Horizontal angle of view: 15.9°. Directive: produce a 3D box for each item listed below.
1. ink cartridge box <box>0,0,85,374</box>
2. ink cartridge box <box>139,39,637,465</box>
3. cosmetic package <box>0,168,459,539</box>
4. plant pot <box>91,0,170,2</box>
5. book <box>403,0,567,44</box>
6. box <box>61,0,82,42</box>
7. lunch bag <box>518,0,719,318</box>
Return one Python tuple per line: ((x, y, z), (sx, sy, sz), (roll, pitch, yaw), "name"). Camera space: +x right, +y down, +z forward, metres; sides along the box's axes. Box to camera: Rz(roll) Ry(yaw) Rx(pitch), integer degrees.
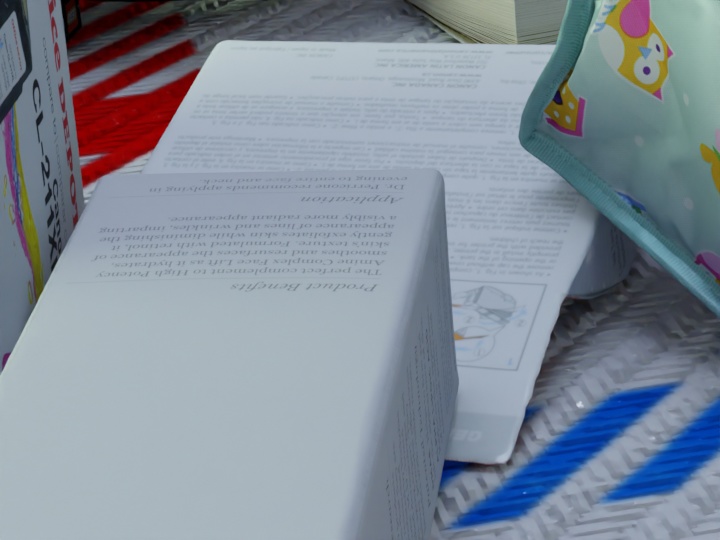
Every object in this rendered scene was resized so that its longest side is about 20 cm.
((-0.145, -0.034, 0.769), (0.082, 0.146, 0.200), (-2, 23, 7), "ink cartridge box")
((0.000, 0.000, 0.811), (0.159, 0.047, 0.200), (3, 41, 19), "ink cartridge box")
((-0.034, 0.048, 0.633), (0.101, 0.074, 0.200), (-1, 29, 10), "cosmetic package")
((-0.089, -0.227, 1.090), (0.199, 0.201, 0.177), (39, 50, 25), "plant pot")
((0.126, -0.136, 1.079), (0.199, 0.048, 0.134), (-13, 22, -19), "book")
((-0.208, -0.082, 1.037), (0.136, 0.038, 0.200), (0, 24, 14), "box")
((0.175, -0.043, 0.748), (0.170, 0.122, 0.200), (-19, 47, -37), "lunch bag")
